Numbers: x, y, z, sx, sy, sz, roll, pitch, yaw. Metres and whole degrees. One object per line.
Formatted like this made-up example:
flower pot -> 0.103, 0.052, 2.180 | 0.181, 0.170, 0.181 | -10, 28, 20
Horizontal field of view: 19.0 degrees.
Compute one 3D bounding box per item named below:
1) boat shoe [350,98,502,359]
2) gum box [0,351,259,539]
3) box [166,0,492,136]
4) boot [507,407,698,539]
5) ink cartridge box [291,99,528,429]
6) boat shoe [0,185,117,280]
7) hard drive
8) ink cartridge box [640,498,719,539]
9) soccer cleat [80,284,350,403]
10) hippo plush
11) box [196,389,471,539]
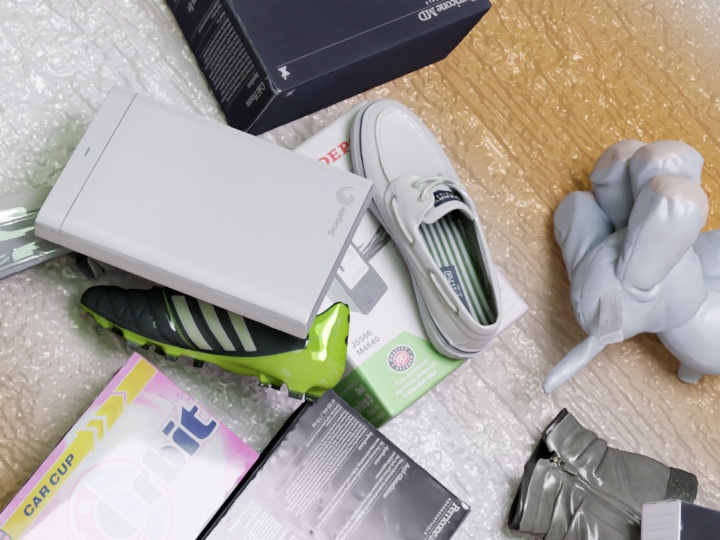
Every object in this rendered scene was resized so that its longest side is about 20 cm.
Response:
boat shoe -> 0.056, -0.039, 1.522 | 0.073, 0.067, 0.201 | -20, 79, -26
gum box -> -0.170, 0.162, 1.467 | 0.113, 0.066, 0.200 | 41, 64, -5
box -> -0.037, -0.225, 1.624 | 0.199, 0.104, 0.183 | -24, 81, -25
boot -> 0.163, 0.209, 1.581 | 0.130, 0.068, 0.201 | 23, 59, -6
ink cartridge box -> 0.000, 0.000, 1.573 | 0.145, 0.084, 0.200 | -37, 87, -27
boat shoe -> -0.197, -0.027, 1.528 | 0.200, 0.070, 0.072 | -14, 89, -20
hard drive -> -0.106, -0.043, 1.481 | 0.199, 0.027, 0.132 | 21, 56, 6
ink cartridge box -> 0.280, 0.281, 1.554 | 0.198, 0.043, 0.201 | 17, 70, -36
soccer cleat -> -0.099, 0.031, 1.504 | 0.199, 0.068, 0.081 | 15, 88, 16
hippo plush -> 0.246, 0.005, 1.619 | 0.160, 0.159, 0.201 | 25, 46, -23
box -> -0.039, 0.204, 1.495 | 0.141, 0.079, 0.200 | 40, 64, -1
